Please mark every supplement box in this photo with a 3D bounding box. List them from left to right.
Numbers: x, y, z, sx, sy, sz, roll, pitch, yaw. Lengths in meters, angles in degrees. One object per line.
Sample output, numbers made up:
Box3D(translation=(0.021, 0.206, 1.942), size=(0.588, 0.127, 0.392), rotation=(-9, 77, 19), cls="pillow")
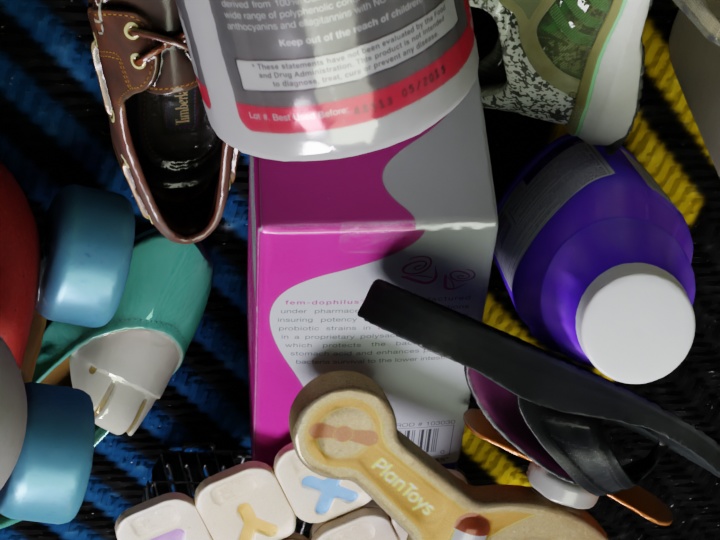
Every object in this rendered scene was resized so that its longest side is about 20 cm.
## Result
Box3D(translation=(0.000, 0.000, 1.016), size=(0.100, 0.104, 0.201), rotation=(-1, 146, -5), cls="supplement box")

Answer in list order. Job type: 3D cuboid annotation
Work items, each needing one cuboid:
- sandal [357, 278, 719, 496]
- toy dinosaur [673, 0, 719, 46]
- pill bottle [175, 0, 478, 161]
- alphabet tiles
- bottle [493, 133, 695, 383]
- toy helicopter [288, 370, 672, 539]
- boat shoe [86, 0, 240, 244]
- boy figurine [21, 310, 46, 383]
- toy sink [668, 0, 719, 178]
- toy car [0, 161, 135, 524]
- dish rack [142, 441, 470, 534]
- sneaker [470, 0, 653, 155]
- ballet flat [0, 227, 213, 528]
Box3D(translation=(0.076, 0.059, 0.960), size=(0.200, 0.075, 0.048), rotation=(24, 91, -31), cls="sandal")
Box3D(translation=(0.053, -0.148, 0.889), size=(0.199, 0.047, 0.089), rotation=(15, 132, 28), cls="toy dinosaur")
Box3D(translation=(-0.025, -0.151, 0.828), size=(0.110, 0.111, 0.201), rotation=(-14, 121, -1), cls="pill bottle")
Box3D(translation=(-0.029, 0.166, 1.082), size=(0.199, 0.015, 0.196), rotation=(-22, 127, 1), cls="alphabet tiles")
Box3D(translation=(0.105, -0.004, 0.990), size=(0.065, 0.200, 0.084), rotation=(38, 99, -13), cls="bottle")
Box3D(translation=(0.049, 0.108, 1.011), size=(0.132, 0.079, 0.200), rotation=(-41, 119, 12), cls="toy helicopter")
Box3D(translation=(-0.076, -0.097, 0.931), size=(0.070, 0.071, 0.201), rotation=(-8, 138, -3), cls="boat shoe")
Box3D(translation=(-0.243, 0.052, 1.056), size=(0.198, 0.065, 0.125), rotation=(-9, 136, -3), cls="boy figurine")
Box3D(translation=(0.226, -0.123, 0.945), size=(0.111, 0.131, 0.201), rotation=(0, 137, -17), cls="toy sink")
Box3D(translation=(-0.181, 0.034, 0.911), size=(0.183, 0.200, 0.178), rotation=(11, 94, -18), cls="toy car")
Box3D(translation=(-0.016, 0.155, 1.179), size=(0.199, 0.154, 0.055), rotation=(5, 123, -21), cls="dish rack")
Box3D(translation=(0.077, -0.128, 0.946), size=(0.088, 0.077, 0.201), rotation=(0, 136, 1), cls="sneaker")
Box3D(translation=(-0.134, 0.063, 1.094), size=(0.067, 0.071, 0.200), rotation=(24, 126, -36), cls="ballet flat")
